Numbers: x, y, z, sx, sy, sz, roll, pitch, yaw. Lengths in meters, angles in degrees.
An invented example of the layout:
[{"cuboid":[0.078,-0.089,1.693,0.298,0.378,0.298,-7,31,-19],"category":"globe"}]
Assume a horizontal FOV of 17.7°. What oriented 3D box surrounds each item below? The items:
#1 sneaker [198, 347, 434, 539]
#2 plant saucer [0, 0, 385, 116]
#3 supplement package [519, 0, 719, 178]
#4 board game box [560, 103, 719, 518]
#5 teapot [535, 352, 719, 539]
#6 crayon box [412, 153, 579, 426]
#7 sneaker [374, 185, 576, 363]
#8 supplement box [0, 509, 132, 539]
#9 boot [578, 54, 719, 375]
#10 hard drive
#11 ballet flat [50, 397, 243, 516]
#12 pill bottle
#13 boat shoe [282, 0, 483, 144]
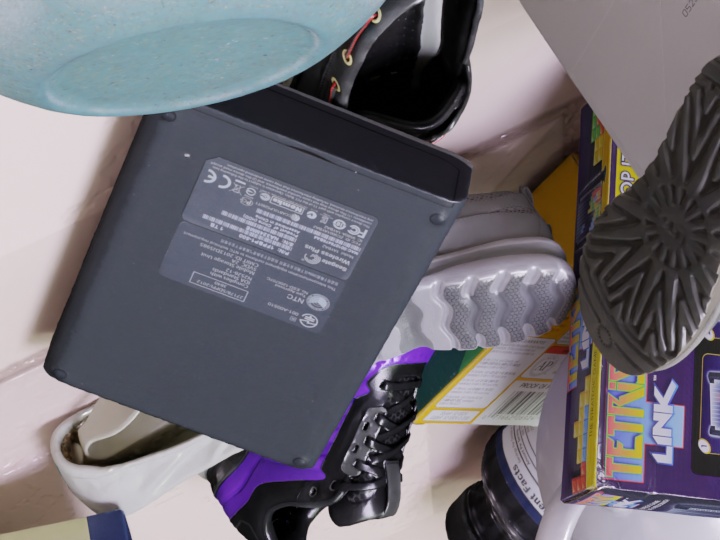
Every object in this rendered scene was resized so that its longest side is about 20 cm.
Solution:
[{"cuboid":[0.002,0.080,1.220,0.200,0.100,0.069,-45,151,26],"category":"sneaker"},{"cuboid":[-0.069,-0.092,0.856,0.200,0.039,0.201,-12,169,-2],"category":"plant saucer"},{"cuboid":[0.214,-0.145,1.011,0.199,0.148,0.192,-10,146,-34],"category":"supplement package"},{"cuboid":[0.185,0.019,1.115,0.164,0.201,0.057,8,166,-10],"category":"board game box"},{"cuboid":[0.171,0.077,1.199,0.196,0.201,0.146,-17,137,8],"category":"teapot"},{"cuboid":[0.116,0.004,1.261,0.200,0.052,0.125,-45,151,27],"category":"crayon box"},{"cuboid":[0.000,0.000,1.121,0.199,0.082,0.075,-3,135,-8],"category":"sneaker"},{"cuboid":[-0.199,0.243,1.208,0.198,0.135,0.200,-11,149,-5],"category":"supplement box"},{"cuboid":[0.203,-0.038,0.962,0.199,0.073,0.182,-15,151,-37],"category":"boot"},{"cuboid":[-0.051,0.002,1.037,0.139,0.033,0.200,21,134,-8],"category":"hard drive"},{"cuboid":[-0.071,0.056,1.158,0.199,0.070,0.069,-33,152,11],"category":"ballet flat"},{"cuboid":[0.144,0.113,1.404,0.111,0.112,0.200,5,136,-48],"category":"pill bottle"},{"cuboid":[0.009,-0.080,1.014,0.073,0.063,0.202,-23,153,-19],"category":"boat shoe"}]
